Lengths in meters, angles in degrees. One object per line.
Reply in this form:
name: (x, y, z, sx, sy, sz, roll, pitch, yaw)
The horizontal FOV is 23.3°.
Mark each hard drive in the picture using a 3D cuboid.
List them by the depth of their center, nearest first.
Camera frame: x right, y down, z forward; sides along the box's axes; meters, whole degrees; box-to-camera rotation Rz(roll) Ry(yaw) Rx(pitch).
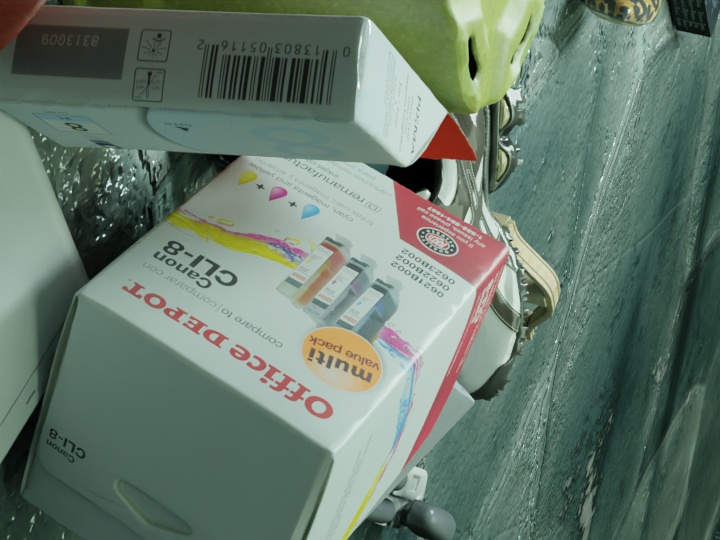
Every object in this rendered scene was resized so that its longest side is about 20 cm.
hard drive: (-0.174, 0.000, 0.739, 0.200, 0.027, 0.132, 78, 34, -52)

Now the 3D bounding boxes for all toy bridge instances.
toy bridge: (0.139, 0.010, 1.523, 0.200, 0.067, 0.027, 68, 42, -60)

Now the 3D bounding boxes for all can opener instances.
can opener: (0.025, 0.173, 1.354, 0.200, 0.066, 0.053, 32, 76, -65)

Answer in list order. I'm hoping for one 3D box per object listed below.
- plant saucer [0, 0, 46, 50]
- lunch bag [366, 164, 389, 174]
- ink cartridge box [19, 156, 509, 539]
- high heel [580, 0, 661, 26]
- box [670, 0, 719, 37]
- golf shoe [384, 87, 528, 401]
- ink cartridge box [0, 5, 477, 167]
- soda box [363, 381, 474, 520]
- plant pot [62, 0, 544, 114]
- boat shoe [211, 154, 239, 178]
plant saucer: (-0.127, -0.213, 0.648, 0.201, 0.037, 0.200, -63, 148, -26)
lunch bag: (0.000, 0.000, 1.122, 0.161, 0.082, 0.201, 76, 35, -52)
ink cartridge box: (-0.045, 0.051, 0.869, 0.200, 0.145, 0.145, -47, 163, -49)
high heel: (0.247, -0.300, 1.560, 0.200, 0.071, 0.143, -70, 174, -66)
box: (0.379, -0.371, 1.914, 0.200, 0.043, 0.161, 52, 56, -66)
golf shoe: (0.045, -0.018, 1.034, 0.094, 0.078, 0.201, -10, 100, -38)
ink cartridge box: (-0.047, -0.062, 0.773, 0.200, 0.159, 0.048, 39, 57, -69)
soda box: (-0.030, 0.120, 1.026, 0.200, 0.063, 0.068, -47, 146, 4)
plant pot: (-0.012, -0.157, 0.826, 0.200, 0.183, 0.201, 16, 90, -70)
boat shoe: (-0.018, -0.117, 1.000, 0.061, 0.075, 0.200, 93, 22, -46)
